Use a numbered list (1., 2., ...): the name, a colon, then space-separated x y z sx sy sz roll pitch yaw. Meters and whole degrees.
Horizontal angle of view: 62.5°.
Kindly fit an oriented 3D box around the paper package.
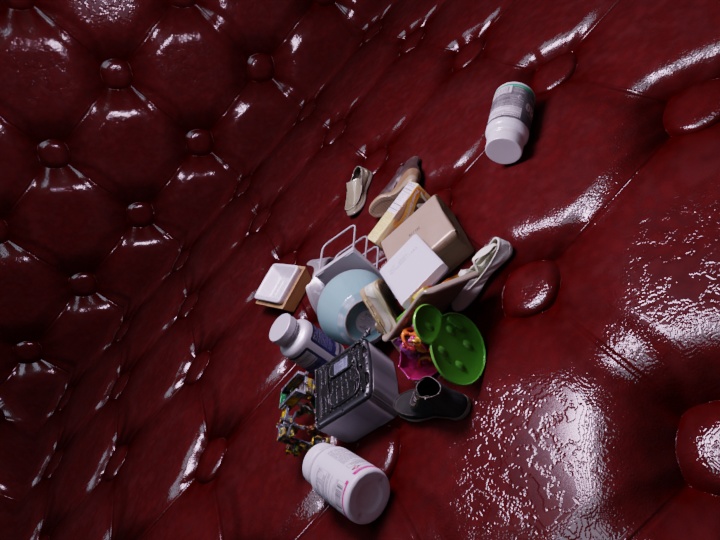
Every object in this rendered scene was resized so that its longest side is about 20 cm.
1. paper package: 0.170 -0.061 1.527 0.200 0.103 0.192 -41 32 17

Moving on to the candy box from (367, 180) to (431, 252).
1. candy box: 0.124 -0.131 1.646 0.201 0.115 0.055 -53 32 -2

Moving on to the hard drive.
1. hard drive: 0.120 -0.001 1.384 0.132 0.025 0.200 -46 24 7

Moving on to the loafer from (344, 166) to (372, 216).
1. loafer: -0.018 -0.274 2.026 0.075 0.068 0.202 -19 44 42

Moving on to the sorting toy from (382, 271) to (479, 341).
1. sorting toy: 0.151 0.074 1.310 0.037 0.184 0.200 55 135 19

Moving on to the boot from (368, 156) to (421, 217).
1. boot: 0.113 -0.262 1.866 0.199 0.072 0.167 -36 22 27

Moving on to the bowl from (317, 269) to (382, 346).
1. bowl: -0.001 0.108 1.472 0.202 0.200 0.105 -51 23 0

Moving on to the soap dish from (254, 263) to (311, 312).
1. soap dish: -0.259 0.059 1.991 0.199 0.081 0.159 5 62 54

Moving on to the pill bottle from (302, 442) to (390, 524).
1. pill bottle: -0.037 0.446 1.268 0.199 0.113 0.114 9 65 55

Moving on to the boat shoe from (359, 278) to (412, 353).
1. boat shoe: 0.064 0.117 1.401 0.066 0.202 0.074 -21 12 26

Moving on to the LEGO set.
1. LEGO set: -0.126 0.344 1.454 0.116 0.153 0.201 -48 19 39

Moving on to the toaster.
1. toaster: -0.008 0.276 1.399 0.199 0.118 0.182 -37 35 23

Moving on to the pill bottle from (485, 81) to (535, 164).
1. pill bottle: 0.391 -0.386 1.557 0.112 0.113 0.202 -14 48 45

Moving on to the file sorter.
1. file sorter: 0.000 0.000 1.601 0.138 0.200 0.125 -32 32 28

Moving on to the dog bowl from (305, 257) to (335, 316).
1. dog bowl: -0.080 0.055 1.659 0.058 0.201 0.202 -20 41 21

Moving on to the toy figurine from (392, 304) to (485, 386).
1. toy figurine: 0.136 0.171 1.277 0.184 0.199 0.151 -29 28 53

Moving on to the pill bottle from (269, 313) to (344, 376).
1. pill bottle: -0.143 0.199 1.578 0.110 0.200 0.112 -33 35 27

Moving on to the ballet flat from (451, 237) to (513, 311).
1. ballet flat: 0.267 0.003 1.369 0.200 0.069 0.070 -49 31 6

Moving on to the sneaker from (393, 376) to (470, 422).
1. sneaker: 0.125 0.263 1.248 0.199 0.106 0.076 -15 46 45
